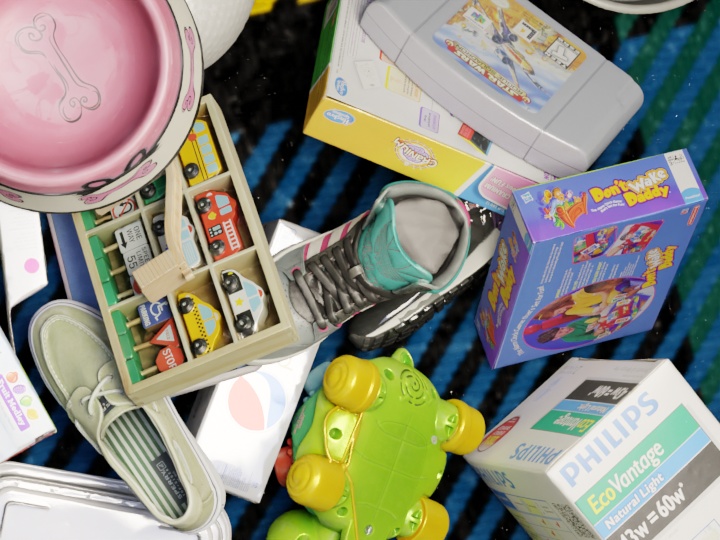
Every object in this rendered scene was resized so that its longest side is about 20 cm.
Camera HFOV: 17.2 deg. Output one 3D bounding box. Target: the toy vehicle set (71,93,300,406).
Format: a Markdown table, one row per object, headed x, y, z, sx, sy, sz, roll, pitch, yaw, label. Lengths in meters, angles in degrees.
| x | y | z | sx | sy | sz | roll | pitch | yaw | label |
| --- | --- | --- | --- | --- | --- | --- | --- | --- | --- |
| -0.130 | -0.016 | 1.671 | 0.124 | 0.027 | 0.201 | -23 | 62 | 5 | toy vehicle set |

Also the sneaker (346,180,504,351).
| x | y | z | sx | sy | sz | roll | pitch | yaw | label |
| --- | --- | --- | --- | --- | --- | --- | --- | --- | --- |
| 0.055 | -0.023 | 1.790 | 0.200 | 0.076 | 0.088 | -39 | 83 | -15 | sneaker |

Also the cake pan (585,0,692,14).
| x | y | z | sx | sy | sz | roll | pitch | yaw | label |
| --- | --- | --- | --- | --- | --- | --- | --- | --- | --- |
| 0.207 | -0.297 | 1.836 | 0.199 | 0.037 | 0.201 | 0 | 89 | -13 | cake pan |

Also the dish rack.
| x | y | z | sx | sy | sz | roll | pitch | yaw | label |
| --- | --- | --- | --- | --- | --- | --- | --- | --- | --- |
| -0.198 | 0.237 | 1.731 | 0.199 | 0.044 | 0.172 | 11 | 87 | -12 | dish rack |

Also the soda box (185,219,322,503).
| x | y | z | sx | sy | sz | roll | pitch | yaw | label |
| --- | --- | --- | --- | --- | --- | --- | --- | --- | --- |
| -0.073 | 0.065 | 1.749 | 0.063 | 0.068 | 0.201 | 23 | 85 | -12 | soda box |

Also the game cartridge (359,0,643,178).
| x | y | z | sx | sy | sz | roll | pitch | yaw | label |
| --- | --- | --- | --- | --- | --- | --- | --- | --- | --- |
| 0.103 | -0.152 | 1.747 | 0.200 | 0.042 | 0.133 | 37 | 37 | 5 | game cartridge |

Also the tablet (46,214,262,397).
| x | y | z | sx | sy | sz | roll | pitch | yaw | label |
| --- | --- | --- | --- | --- | --- | --- | --- | --- | --- |
| -0.154 | -0.007 | 1.723 | 0.130 | 0.014 | 0.201 | -16 | 79 | 6 | tablet |

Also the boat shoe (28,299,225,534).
| x | y | z | sx | sy | sz | roll | pitch | yaw | label |
| --- | --- | --- | --- | --- | --- | --- | --- | --- | --- |
| -0.165 | 0.098 | 1.671 | 0.072 | 0.062 | 0.200 | -41 | 78 | 2 | boat shoe |

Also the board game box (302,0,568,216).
| x | y | z | sx | sy | sz | roll | pitch | yaw | label |
| --- | --- | --- | --- | --- | --- | --- | --- | --- | --- |
| 0.063 | -0.125 | 1.752 | 0.199 | 0.040 | 0.153 | 22 | 42 | -12 | board game box |

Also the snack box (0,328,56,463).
| x | y | z | sx | sy | sz | roll | pitch | yaw | label |
| --- | --- | --- | --- | --- | --- | --- | --- | --- | --- |
| -0.288 | 0.035 | 1.661 | 0.053 | 0.142 | 0.201 | -29 | 95 | -13 | snack box |

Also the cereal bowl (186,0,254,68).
| x | y | z | sx | sy | sz | roll | pitch | yaw | label |
| --- | --- | --- | --- | --- | --- | --- | --- | --- | --- |
| -0.165 | -0.236 | 1.699 | 0.199 | 0.083 | 0.201 | 4 | 71 | -11 | cereal bowl |

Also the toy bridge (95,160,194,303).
| x | y | z | sx | sy | sz | roll | pitch | yaw | label |
| --- | --- | --- | --- | --- | --- | --- | --- | --- | --- |
| -0.163 | -0.067 | 1.672 | 0.067 | 0.027 | 0.200 | -33 | 61 | -1 | toy bridge |

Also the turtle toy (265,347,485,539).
| x | y | z | sx | sy | sz | roll | pitch | yaw | label |
| --- | --- | --- | --- | --- | --- | --- | --- | --- | --- |
| -0.007 | 0.150 | 1.745 | 0.145 | 0.101 | 0.201 | 26 | 83 | -37 | turtle toy |

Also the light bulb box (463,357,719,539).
| x | y | z | sx | sy | sz | roll | pitch | yaw | label |
| --- | --- | --- | --- | --- | --- | --- | --- | --- | --- |
| 0.207 | 0.176 | 1.747 | 0.125 | 0.198 | 0.200 | -41 | 99 | -12 | light bulb box |

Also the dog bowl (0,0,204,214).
| x | y | z | sx | sy | sz | roll | pitch | yaw | label |
| --- | --- | --- | --- | --- | --- | --- | --- | --- | --- |
| -0.207 | -0.139 | 1.609 | 0.199 | 0.074 | 0.201 | 0 | 91 | -1 | dog bowl |

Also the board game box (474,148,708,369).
| x | y | z | sx | sy | sz | roll | pitch | yaw | label |
| --- | --- | --- | --- | --- | --- | --- | --- | --- | --- |
| 0.165 | -0.005 | 1.740 | 0.134 | 0.200 | 0.045 | -14 | 64 | -13 | board game box |

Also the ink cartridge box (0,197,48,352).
| x | y | z | sx | sy | sz | roll | pitch | yaw | label |
| --- | --- | --- | --- | --- | --- | --- | --- | --- | --- |
| -0.246 | -0.042 | 1.695 | 0.037 | 0.095 | 0.201 | -4 | 90 | -9 | ink cartridge box |

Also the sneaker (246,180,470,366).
| x | y | z | sx | sy | sz | roll | pitch | yaw | label |
| --- | --- | --- | --- | --- | --- | --- | --- | --- | --- |
| 0.000 | 0.000 | 1.667 | 0.200 | 0.121 | 0.084 | -33 | 92 | -19 | sneaker |
